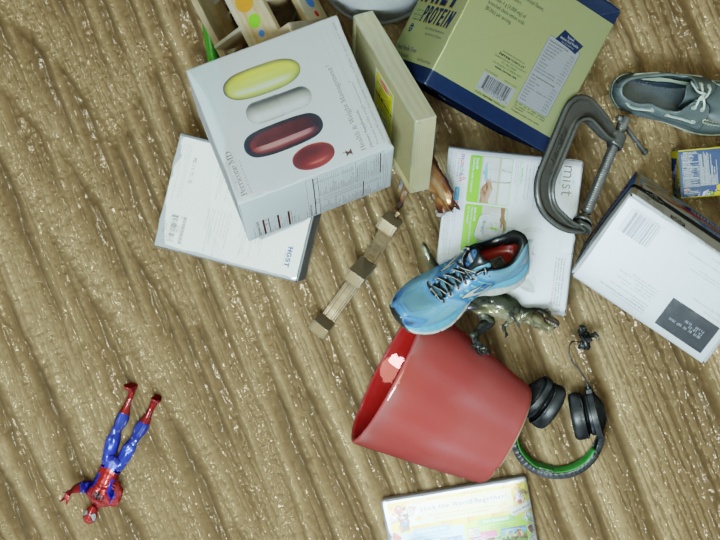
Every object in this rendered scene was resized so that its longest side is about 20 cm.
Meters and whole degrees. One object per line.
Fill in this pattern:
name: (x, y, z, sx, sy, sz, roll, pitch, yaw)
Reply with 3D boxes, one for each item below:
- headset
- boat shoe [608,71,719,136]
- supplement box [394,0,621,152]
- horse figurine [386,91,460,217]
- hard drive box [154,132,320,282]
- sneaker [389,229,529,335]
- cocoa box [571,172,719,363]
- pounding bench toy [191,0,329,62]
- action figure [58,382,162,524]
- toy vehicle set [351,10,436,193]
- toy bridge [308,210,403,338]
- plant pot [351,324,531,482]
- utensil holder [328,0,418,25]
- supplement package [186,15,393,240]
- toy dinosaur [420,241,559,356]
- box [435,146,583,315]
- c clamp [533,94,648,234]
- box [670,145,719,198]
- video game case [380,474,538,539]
headset: (0.269, 0.175, 1.710, 0.123, 0.094, 0.201, 15, 109, 1)
boat shoe: (0.421, -0.217, 1.667, 0.199, 0.062, 0.073, 11, 94, 5)
supplement box: (0.175, -0.288, 1.614, 0.200, 0.134, 0.200, 25, 95, -27)
horse figurine: (0.070, -0.156, 1.670, 0.050, 0.132, 0.201, 3, 76, -25)
hard drive box: (-0.155, -0.084, 1.726, 0.199, 0.077, 0.157, 15, 94, 5)
sneaker: (0.120, 0.003, 1.567, 0.200, 0.090, 0.078, -29, 65, -20)
cocoa box: (0.389, -0.007, 1.633, 0.200, 0.131, 0.134, 34, 113, 3)
pounding bench toy: (-0.164, -0.332, 1.687, 0.200, 0.124, 0.156, -30, 88, 31)
action figure: (-0.340, 0.259, 1.755, 0.065, 0.099, 0.201, 24, 97, 5)
toy vehicle set: (0.038, -0.209, 1.603, 0.026, 0.124, 0.200, -16, 54, -15)
toy bridge: (0.000, 0.000, 1.714, 0.027, 0.067, 0.200, 36, 114, 4)
plant pot: (0.109, 0.171, 1.665, 0.177, 0.200, 0.201, 28, 95, -6)
utensil holder: (0.016, -0.406, 1.631, 0.169, 0.200, 0.171, 0, 94, 5)
supplement package: (-0.086, -0.175, 1.613, 0.199, 0.147, 0.192, -22, 75, -6)
toy dinosaur: (0.145, 0.048, 1.620, 0.199, 0.047, 0.088, 28, 67, 7)
box: (0.191, -0.052, 1.682, 0.176, 0.097, 0.201, 6, 93, 5)
c clamp: (0.288, -0.126, 1.614, 0.171, 0.027, 0.200, 46, 64, -35)
box: (0.504, -0.132, 1.658, 0.199, 0.070, 0.065, -4, 94, 6)
video game case: (0.141, 0.381, 1.746, 0.199, 0.023, 0.183, -10, 92, 7)
